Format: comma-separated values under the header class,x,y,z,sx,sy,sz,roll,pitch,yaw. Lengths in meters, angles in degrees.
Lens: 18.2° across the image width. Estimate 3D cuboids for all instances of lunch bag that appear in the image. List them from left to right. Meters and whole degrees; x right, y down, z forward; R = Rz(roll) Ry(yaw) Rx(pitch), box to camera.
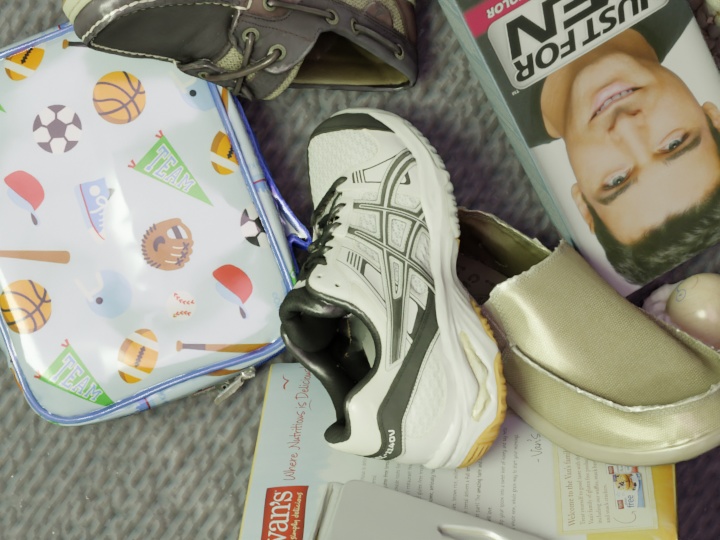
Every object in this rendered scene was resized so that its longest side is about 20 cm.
class,x,y,z,sx,sy,sz,roll,pitch,yaw
lunch bag,-0.113,-0.025,1.098,0.159,0.076,0.201,-21,87,-4

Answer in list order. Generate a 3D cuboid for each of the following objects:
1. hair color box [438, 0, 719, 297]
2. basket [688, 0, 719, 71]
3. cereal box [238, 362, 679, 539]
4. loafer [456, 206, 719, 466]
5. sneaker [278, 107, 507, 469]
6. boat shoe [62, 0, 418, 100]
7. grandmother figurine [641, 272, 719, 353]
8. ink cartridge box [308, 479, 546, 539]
class,x,y,z,sx,sy,sz,roll,pitch,yaw
hair color box,0.111,-0.094,1.061,0.099,0.061,0.201,-30,119,-1
basket,0.262,-0.133,1.073,0.199,0.136,0.124,-29,83,-1
cereal box,0.048,0.096,1.051,0.199,0.144,0.040,-2,125,8
loafer,0.091,0.028,1.046,0.199,0.069,0.076,24,44,37
sneaker,0.000,0.000,1.037,0.087,0.076,0.201,2,48,-27
boat shoe,-0.046,-0.113,1.057,0.199,0.072,0.065,-3,70,-44
grandmother figurine,0.217,-0.005,1.067,0.199,0.121,0.061,-30,96,32
ink cartridge box,0.023,0.211,0.972,0.145,0.084,0.201,16,110,1
